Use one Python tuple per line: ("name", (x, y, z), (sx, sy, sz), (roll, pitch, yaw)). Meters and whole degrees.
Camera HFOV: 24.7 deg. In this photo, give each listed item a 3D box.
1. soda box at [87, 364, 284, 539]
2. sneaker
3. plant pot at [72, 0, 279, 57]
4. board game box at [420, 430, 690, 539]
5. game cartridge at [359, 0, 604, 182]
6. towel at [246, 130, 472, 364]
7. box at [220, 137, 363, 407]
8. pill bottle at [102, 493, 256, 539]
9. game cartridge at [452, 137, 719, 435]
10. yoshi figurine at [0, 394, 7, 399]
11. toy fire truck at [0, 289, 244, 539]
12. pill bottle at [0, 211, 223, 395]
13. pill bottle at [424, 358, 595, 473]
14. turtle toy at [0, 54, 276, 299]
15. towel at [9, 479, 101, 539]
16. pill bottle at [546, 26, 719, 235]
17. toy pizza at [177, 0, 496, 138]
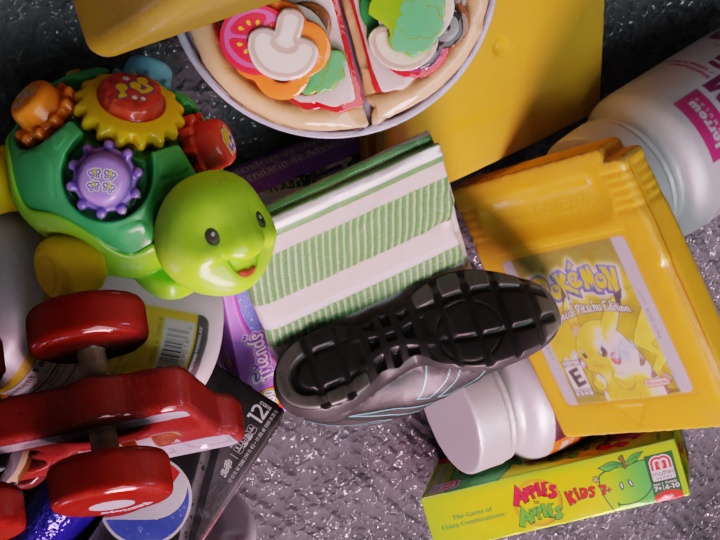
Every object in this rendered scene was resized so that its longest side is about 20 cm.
("soda box", (-0.131, 0.163, 1.102), (0.200, 0.063, 0.071), (-57, 177, -14))
("sneaker", (0.038, 0.056, 1.123), (0.199, 0.076, 0.079), (-15, 154, -2))
("plant pot", (-0.052, -0.228, 0.813), (0.199, 0.176, 0.201), (-21, 104, -18))
("board game box", (0.155, 0.162, 1.291), (0.199, 0.102, 0.048), (-15, 97, 13))
("game cartridge", (0.082, -0.153, 1.086), (0.200, 0.032, 0.177), (-26, 130, -31))
("towel", (0.000, 0.000, 1.094), (0.152, 0.023, 0.200), (-25, 146, -5))
("box", (-0.038, 0.003, 1.146), (0.136, 0.039, 0.200), (-23, 133, -18))
("pill bottle", (-0.139, 0.261, 1.226), (0.114, 0.114, 0.201), (-12, 129, -25))
("game cartridge", (0.160, 0.017, 1.117), (0.032, 0.176, 0.200), (-34, 101, -32))
("yoshi figurine", (-0.291, 0.151, 1.075), (0.112, 0.112, 0.201), (-21, 129, -65))
("toy fire truck", (-0.175, 0.096, 0.935), (0.199, 0.113, 0.168), (-13, 163, 5))
("pill bottle", (-0.193, 0.023, 1.010), (0.200, 0.111, 0.112), (14, 115, -39))
("pill bottle", (0.154, 0.078, 1.276), (0.199, 0.114, 0.114), (-20, 132, -20))
("turtle toy", (-0.125, -0.051, 0.940), (0.145, 0.200, 0.101), (-22, 146, -38))
("towel", (-0.204, 0.174, 1.101), (0.049, 0.148, 0.200), (35, 99, -4))
("pill bottle", (0.230, -0.092, 1.164), (0.200, 0.113, 0.114), (-32, 137, -31))
("toy pizza", (-0.016, -0.174, 0.964), (0.199, 0.032, 0.201), (-1, 106, -4))
